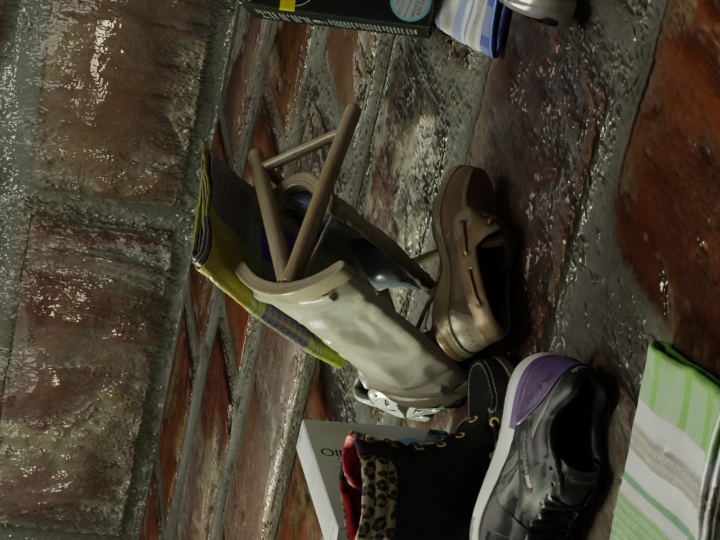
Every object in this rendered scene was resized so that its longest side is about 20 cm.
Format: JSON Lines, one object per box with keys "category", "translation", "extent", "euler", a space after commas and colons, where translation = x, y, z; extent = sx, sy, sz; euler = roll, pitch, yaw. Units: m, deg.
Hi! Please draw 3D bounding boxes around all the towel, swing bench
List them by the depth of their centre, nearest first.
{"category": "towel", "translation": [0.190, 0.157, 1.035], "extent": [0.149, 0.031, 0.200], "euler": [-137, 55, -72]}
{"category": "swing bench", "translation": [0.000, 0.000, 1.427], "extent": [0.130, 0.199, 0.200], "euler": [-23, 44, 29]}
{"category": "towel", "translation": [-0.080, -0.010, 1.453], "extent": [0.023, 0.200, 0.144], "euler": [-29, 41, 26]}
{"category": "towel", "translation": [0.113, -0.291, 1.577], "extent": [0.200, 0.024, 0.147], "euler": [-124, 42, -69]}

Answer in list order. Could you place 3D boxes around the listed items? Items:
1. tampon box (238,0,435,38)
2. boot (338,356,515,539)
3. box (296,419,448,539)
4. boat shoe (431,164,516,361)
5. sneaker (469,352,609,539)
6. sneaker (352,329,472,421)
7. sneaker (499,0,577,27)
{"category": "tampon box", "translation": [-0.015, -0.332, 1.695], "extent": [0.126, 0.200, 0.150], "euler": [-50, -33, -86]}
{"category": "boot", "translation": [0.061, 0.148, 1.310], "extent": [0.073, 0.150, 0.200], "euler": [114, 159, -51]}
{"category": "box", "translation": [0.029, 0.195, 1.438], "extent": [0.200, 0.144, 0.036], "euler": [-116, 34, -64]}
{"category": "boat shoe", "translation": [0.106, -0.014, 1.410], "extent": [0.064, 0.071, 0.200], "euler": [-24, 46, 33]}
{"category": "sneaker", "translation": [0.134, 0.162, 1.182], "extent": [0.088, 0.076, 0.200], "euler": [-168, 85, -70]}
{"category": "sneaker", "translation": [0.046, 0.097, 1.538], "extent": [0.200, 0.088, 0.074], "euler": [128, 148, -61]}
{"category": "sneaker", "translation": [0.146, -0.279, 1.349], "extent": [0.200, 0.075, 0.081], "euler": [-97, 28, -43]}
